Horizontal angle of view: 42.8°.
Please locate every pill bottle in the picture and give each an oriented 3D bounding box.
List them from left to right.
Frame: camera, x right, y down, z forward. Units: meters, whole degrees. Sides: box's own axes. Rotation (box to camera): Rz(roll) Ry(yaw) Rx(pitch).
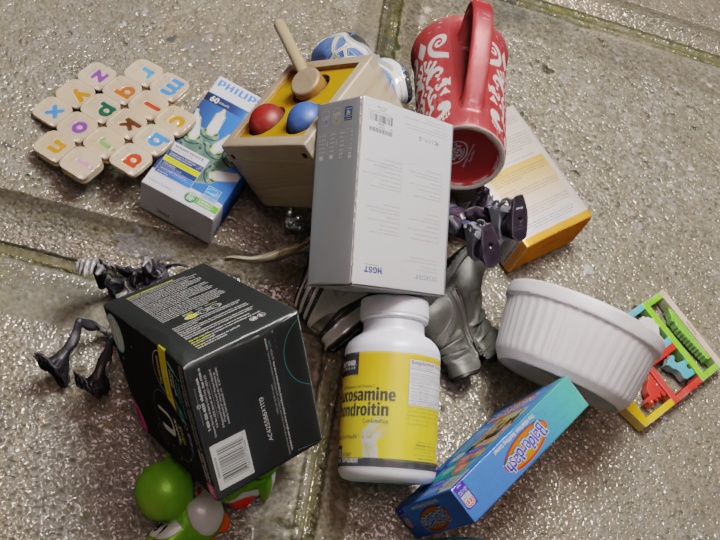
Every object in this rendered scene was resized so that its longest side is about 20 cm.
[{"bbox_3d":[0.034,0.135,1.033,0.110,0.112,0.204,6,75,-13],"label":"pill bottle"}]

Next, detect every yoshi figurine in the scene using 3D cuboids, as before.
[{"bbox_3d":[-0.158,0.208,0.970,0.112,0.113,0.200,39,60,16],"label":"yoshi figurine"}]

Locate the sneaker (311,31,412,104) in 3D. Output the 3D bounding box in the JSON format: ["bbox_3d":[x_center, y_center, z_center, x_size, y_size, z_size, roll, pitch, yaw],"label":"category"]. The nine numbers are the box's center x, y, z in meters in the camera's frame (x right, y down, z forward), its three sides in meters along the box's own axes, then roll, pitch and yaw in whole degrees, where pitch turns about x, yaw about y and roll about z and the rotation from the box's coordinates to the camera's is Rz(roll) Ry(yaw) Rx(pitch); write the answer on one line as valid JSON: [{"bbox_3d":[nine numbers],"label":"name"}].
[{"bbox_3d":[-0.016,-0.268,1.249,0.076,0.077,0.199,-29,38,-23],"label":"sneaker"}]

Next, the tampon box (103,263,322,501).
[{"bbox_3d":[-0.152,0.103,0.930,0.125,0.152,0.199,-24,26,-29],"label":"tampon box"}]

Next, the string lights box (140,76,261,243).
[{"bbox_3d":[-0.187,-0.145,1.177,0.102,0.059,0.202,27,58,1],"label":"string lights box"}]

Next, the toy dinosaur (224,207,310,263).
[{"bbox_3d":[-0.059,-0.040,1.092,0.197,0.088,0.048,-12,74,-20],"label":"toy dinosaur"}]

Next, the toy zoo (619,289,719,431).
[{"bbox_3d":[0.376,0.123,1.218,0.198,0.021,0.132,-29,73,-27],"label":"toy zoo"}]

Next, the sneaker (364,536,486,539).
[{"bbox_3d":[0.054,0.316,0.983,0.197,0.080,0.079,-6,66,-18],"label":"sneaker"}]

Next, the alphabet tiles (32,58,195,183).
[{"bbox_3d":[-0.312,-0.193,1.163,0.194,0.015,0.200,29,59,23],"label":"alphabet tiles"}]

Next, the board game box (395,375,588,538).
[{"bbox_3d":[0.145,0.210,1.024,0.199,0.152,0.045,-38,85,-29],"label":"board game box"}]

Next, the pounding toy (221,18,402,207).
[{"bbox_3d":[-0.062,-0.199,1.127,0.201,0.182,0.143,-56,129,-26],"label":"pounding toy"}]

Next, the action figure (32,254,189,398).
[{"bbox_3d":[-0.266,0.042,1.029,0.117,0.103,0.201,25,59,12],"label":"action figure"}]

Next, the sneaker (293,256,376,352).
[{"bbox_3d":[0.000,0.000,1.143,0.200,0.076,0.116,-37,79,-27],"label":"sneaker"}]

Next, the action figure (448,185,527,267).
[{"bbox_3d":[0.128,-0.066,1.153,0.129,0.199,0.070,-26,112,-20],"label":"action figure"}]

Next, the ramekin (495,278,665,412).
[{"bbox_3d":[0.253,0.094,1.100,0.200,0.202,0.095,25,82,-1],"label":"ramekin"}]

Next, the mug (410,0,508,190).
[{"bbox_3d":[0.121,-0.225,1.165,0.131,0.179,0.202,-9,49,16],"label":"mug"}]

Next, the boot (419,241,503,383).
[{"bbox_3d":[0.145,0.046,1.179,0.131,0.068,0.200,49,60,-1],"label":"boot"}]

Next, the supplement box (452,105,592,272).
[{"bbox_3d":[0.206,-0.115,1.266,0.125,0.074,0.202,-23,70,-25],"label":"supplement box"}]

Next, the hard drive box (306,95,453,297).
[{"bbox_3d":[0.025,-0.076,1.030,0.154,0.076,0.204,9,83,-44],"label":"hard drive box"}]
